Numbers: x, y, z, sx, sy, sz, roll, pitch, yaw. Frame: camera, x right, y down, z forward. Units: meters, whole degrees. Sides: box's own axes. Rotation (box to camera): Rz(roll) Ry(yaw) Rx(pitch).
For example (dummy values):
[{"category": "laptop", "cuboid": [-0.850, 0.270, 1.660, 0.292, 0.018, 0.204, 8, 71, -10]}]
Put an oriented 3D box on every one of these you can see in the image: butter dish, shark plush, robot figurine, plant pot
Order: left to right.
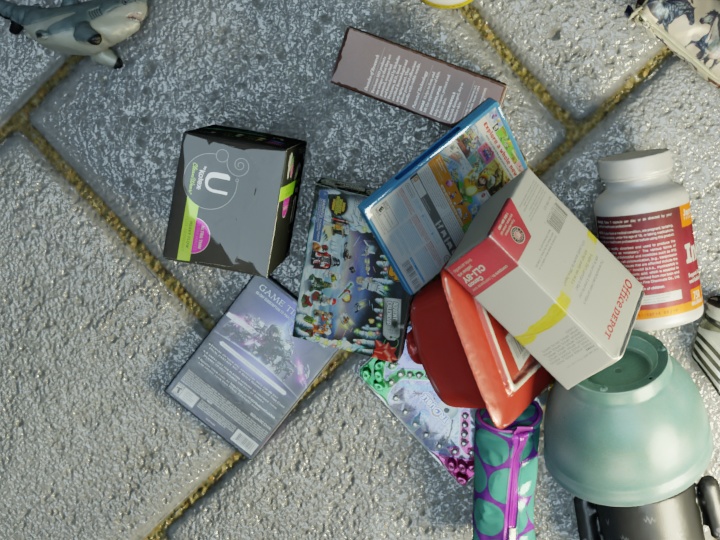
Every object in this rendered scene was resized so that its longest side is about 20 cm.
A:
[{"category": "shark plush", "cuboid": [-0.358, -0.306, 1.641, 0.198, 0.091, 0.084, 9, 79, 23]}, {"category": "butter dish", "cuboid": [0.120, 0.075, 1.578, 0.147, 0.200, 0.201, -17, 98, 32]}, {"category": "plant pot", "cuboid": [0.303, 0.154, 1.556, 0.198, 0.201, 0.135, -10, 123, 5]}, {"category": "robot figurine", "cuboid": [0.353, 0.302, 1.636, 0.149, 0.125, 0.202, -15, 98, -18]}]

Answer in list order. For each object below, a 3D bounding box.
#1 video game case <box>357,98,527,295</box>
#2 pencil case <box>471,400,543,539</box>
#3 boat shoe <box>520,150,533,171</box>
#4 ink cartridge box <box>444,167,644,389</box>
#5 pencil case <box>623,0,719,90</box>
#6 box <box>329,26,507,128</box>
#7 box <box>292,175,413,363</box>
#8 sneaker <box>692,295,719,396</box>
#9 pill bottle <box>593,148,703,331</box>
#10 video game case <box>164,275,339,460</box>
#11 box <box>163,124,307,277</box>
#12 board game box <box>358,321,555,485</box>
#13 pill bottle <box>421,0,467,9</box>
[{"category": "video game case", "cuboid": [0.103, -0.083, 1.542, 0.200, 0.018, 0.144, -39, 129, -10]}, {"category": "pencil case", "cuboid": [0.178, 0.255, 1.633, 0.084, 0.093, 0.202, -5, 114, -9]}, {"category": "boat shoe", "cuboid": [0.127, -0.063, 1.626, 0.199, 0.072, 0.076, -32, 111, 9]}, {"category": "ink cartridge box", "cuboid": [0.208, 0.010, 1.496, 0.200, 0.145, 0.083, 44, 131, -8]}, {"category": "pencil case", "cuboid": [0.404, -0.264, 1.568, 0.200, 0.078, 0.090, 40, 78, -3]}, {"category": "box", "cuboid": [0.069, -0.221, 1.587, 0.199, 0.100, 0.075, 22, 99, 1]}, {"category": "box", "cuboid": [0.000, 0.000, 1.607, 0.136, 0.040, 0.202, 13, 112, 10]}, {"category": "sneaker", "cuboid": [0.498, 0.115, 1.631, 0.199, 0.076, 0.116, 20, 108, 9]}, {"category": "pill bottle", "cuboid": [0.337, -0.037, 1.589, 0.112, 0.113, 0.202, -9, 98, 5]}, {"category": "video game case", "cuboid": [-0.132, 0.119, 1.692, 0.143, 0.019, 0.200, 38, 98, -3]}, {"category": "box", "cuboid": [-0.141, -0.086, 1.570, 0.123, 0.200, 0.150, 10, 99, 2]}, {"category": "board game box", "cuboid": [0.132, 0.135, 1.673, 0.200, 0.026, 0.200, -42, 94, 8]}, {"category": "pill bottle", "cuboid": [0.098, -0.354, 1.514, 0.110, 0.200, 0.112, 1, 98, 4]}]
